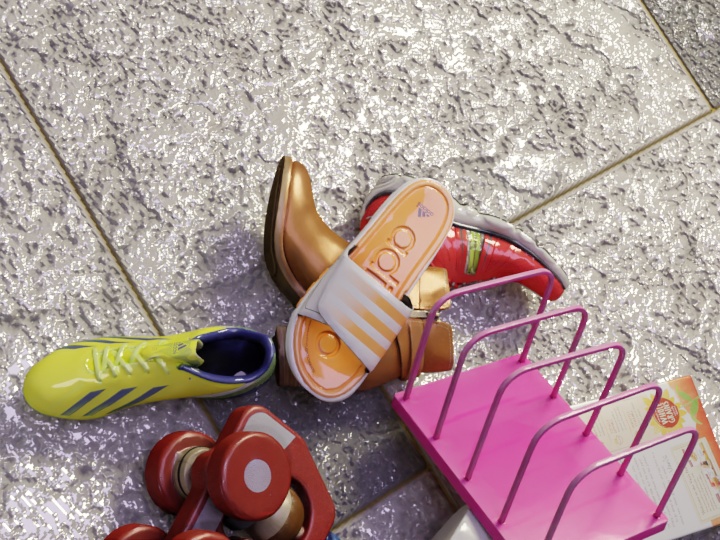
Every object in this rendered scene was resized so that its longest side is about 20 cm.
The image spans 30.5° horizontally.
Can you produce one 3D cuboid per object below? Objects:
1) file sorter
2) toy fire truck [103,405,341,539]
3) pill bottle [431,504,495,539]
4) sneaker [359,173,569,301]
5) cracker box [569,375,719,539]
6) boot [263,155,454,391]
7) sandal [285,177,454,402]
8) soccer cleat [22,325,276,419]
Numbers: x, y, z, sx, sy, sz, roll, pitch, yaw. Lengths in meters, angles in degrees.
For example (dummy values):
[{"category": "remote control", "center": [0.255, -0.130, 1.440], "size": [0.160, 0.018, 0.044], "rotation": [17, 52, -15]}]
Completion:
[{"category": "file sorter", "center": [0.144, 0.112, 1.032], "size": [0.138, 0.126, 0.200], "rotation": [-14, 46, -30]}, {"category": "toy fire truck", "center": [-0.091, 0.216, 1.003], "size": [0.168, 0.112, 0.201], "rotation": [43, 59, -29]}, {"category": "pill bottle", "center": [0.135, 0.281, 1.038], "size": [0.200, 0.114, 0.114], "rotation": [39, 61, 2]}, {"category": "sneaker", "center": [0.089, -0.011, 1.182], "size": [0.199, 0.077, 0.085], "rotation": [25, 82, -6]}, {"category": "cracker box", "center": [0.222, 0.180, 1.156], "size": [0.199, 0.058, 0.135], "rotation": [-10, 72, -25]}, {"category": "boot", "center": [0.000, 0.000, 1.114], "size": [0.154, 0.077, 0.201], "rotation": [-3, 76, -11]}, {"category": "sandal", "center": [0.012, 0.006, 1.055], "size": [0.079, 0.059, 0.207], "rotation": [34, 76, -8]}, {"category": "soccer cleat", "center": [-0.161, 0.073, 1.030], "size": [0.199, 0.084, 0.065], "rotation": [-4, 72, -23]}]
